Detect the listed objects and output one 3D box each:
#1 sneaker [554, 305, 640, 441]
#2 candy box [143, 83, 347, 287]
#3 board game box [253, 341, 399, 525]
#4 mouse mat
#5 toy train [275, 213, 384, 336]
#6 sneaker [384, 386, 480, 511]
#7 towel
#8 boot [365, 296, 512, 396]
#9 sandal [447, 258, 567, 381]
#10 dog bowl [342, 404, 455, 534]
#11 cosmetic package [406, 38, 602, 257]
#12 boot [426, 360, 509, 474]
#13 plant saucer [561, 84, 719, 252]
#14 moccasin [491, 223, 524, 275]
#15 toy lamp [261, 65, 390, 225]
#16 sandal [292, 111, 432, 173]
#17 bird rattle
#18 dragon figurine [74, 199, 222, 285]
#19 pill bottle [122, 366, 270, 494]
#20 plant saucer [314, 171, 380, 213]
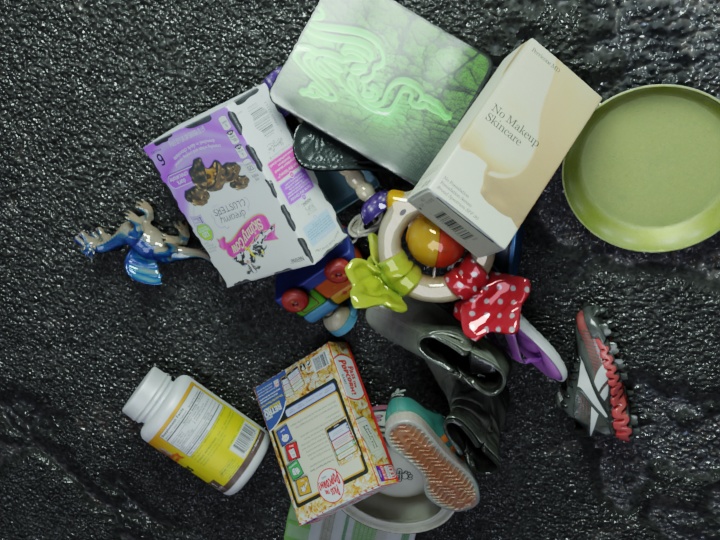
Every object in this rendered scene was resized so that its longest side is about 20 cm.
[{"bbox_3d":[0.284,0.134,1.161,0.097,0.071,0.201,-10,120,18],"label":"sneaker"},{"bbox_3d":[-0.134,-0.092,1.087,0.167,0.072,0.201,-14,111,44],"label":"candy box"},{"bbox_3d":[-0.050,0.218,1.251,0.151,0.046,0.201,-32,68,31],"label":"board game box"},{"bbox_3d":[0.022,-0.204,0.996,0.199,0.008,0.161,30,91,0],"label":"mouse mat"},{"bbox_3d":[0.000,0.000,1.157,0.200,0.085,0.116,-34,125,22],"label":"toy train"},{"bbox_3d":[0.097,0.228,1.200,0.071,0.080,0.200,-22,123,19],"label":"sneaker"},{"bbox_3d":[-0.017,0.404,1.451,0.199,0.031,0.150,17,123,7],"label":"towel"},{"bbox_3d":[0.085,0.077,1.078,0.199,0.131,0.068,26,94,15],"label":"boot"},{"bbox_3d":[0.171,0.069,1.144,0.050,0.082,0.203,-44,95,-8],"label":"sandal"},{"bbox_3d":[0.048,0.275,1.317,0.199,0.074,0.201,7,123,11],"label":"dog bowl"},{"bbox_3d":[0.148,-0.124,0.957,0.105,0.200,0.071,36,166,-10],"label":"cosmetic package"},{"bbox_3d":[0.124,0.151,1.171,0.068,0.131,0.200,-29,111,28],"label":"boot"},{"bbox_3d":[0.321,-0.113,1.017,0.199,0.031,0.201,7,123,10],"label":"plant saucer"},{"bbox_3d":[0.152,-0.075,1.070,0.068,0.080,0.201,4,109,16],"label":"moccasin"},{"bbox_3d":[-0.038,-0.144,1.061,0.058,0.058,0.200,-39,91,32],"label":"toy lamp"},{"bbox_3d":[0.026,-0.141,1.020,0.199,0.048,0.076,-8,88,-9],"label":"sandal"},{"bbox_3d":[0.086,-0.008,1.012,0.199,0.113,0.164,9,114,13],"label":"bird rattle"},{"bbox_3d":[-0.271,-0.022,1.219,0.199,0.059,0.100,27,125,-3],"label":"dragon figurine"},{"bbox_3d":[-0.237,0.226,1.340,0.200,0.109,0.109,37,124,-9],"label":"pill bottle"},{"bbox_3d":[-0.069,-0.086,1.148,0.200,0.019,0.070,-31,110,30],"label":"plant saucer"}]
